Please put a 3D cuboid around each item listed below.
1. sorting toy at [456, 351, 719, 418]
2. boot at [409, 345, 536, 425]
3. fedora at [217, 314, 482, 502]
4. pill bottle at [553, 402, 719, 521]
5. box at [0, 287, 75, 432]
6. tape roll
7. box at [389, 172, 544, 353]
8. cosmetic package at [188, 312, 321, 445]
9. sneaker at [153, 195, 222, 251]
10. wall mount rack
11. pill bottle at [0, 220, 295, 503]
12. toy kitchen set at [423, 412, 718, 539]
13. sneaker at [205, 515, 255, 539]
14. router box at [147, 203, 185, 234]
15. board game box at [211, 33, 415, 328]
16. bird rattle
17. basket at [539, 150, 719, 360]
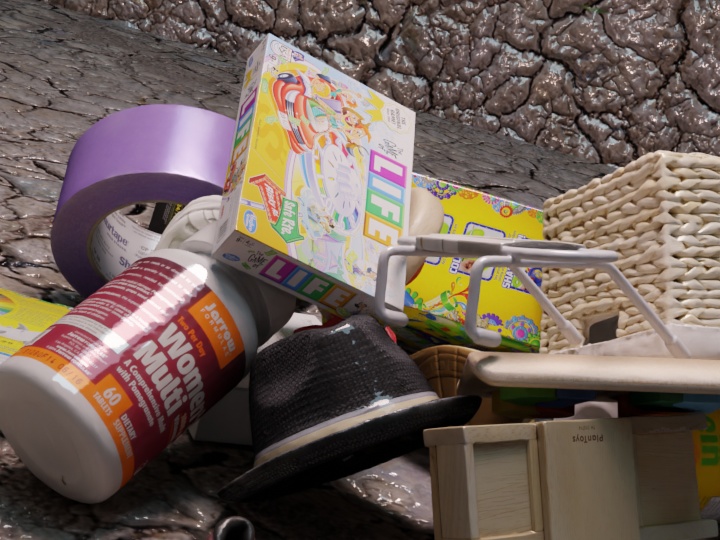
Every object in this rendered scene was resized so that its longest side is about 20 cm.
[{"bbox_3d":[0.159,0.080,0.905,0.184,0.037,0.200,2,-7,2],"label":"sorting toy"},{"bbox_3d":[0.104,0.101,1.120,0.155,0.073,0.200,5,-8,-39],"label":"boot"},{"bbox_3d":[-0.019,0.085,0.906,0.200,0.092,0.201,-19,-12,-4],"label":"fedora"},{"bbox_3d":[0.259,0.144,1.094,0.199,0.111,0.111,5,17,-32],"label":"pill bottle"},{"bbox_3d":[-0.261,0.062,1.041,0.117,0.049,0.200,15,17,3],"label":"box"},{"bbox_3d":[-0.162,-0.043,1.192,0.199,0.200,0.085,11,47,-11],"label":"tape roll"},{"bbox_3d":[0.100,0.012,1.271,0.192,0.122,0.200,17,-12,10],"label":"box"},{"bbox_3d":[-0.082,0.083,1.120,0.150,0.052,0.200,7,17,-21],"label":"cosmetic package"},{"bbox_3d":[-0.093,-0.008,1.051,0.200,0.078,0.100,-19,36,33],"label":"sneaker"},{"bbox_3d":[0.112,0.017,0.897,0.173,0.075,0.200,3,3,-28],"label":"wall mount rack"},{"bbox_3d":[-0.139,0.054,0.915,0.109,0.110,0.200,23,45,29],"label":"pill bottle"},{"bbox_3d":[0.098,0.181,0.875,0.200,0.164,0.180,2,-10,-34],"label":"toy kitchen set"},{"bbox_3d":[-0.081,0.164,0.696,0.075,0.116,0.200,6,17,-27],"label":"sneaker"},{"bbox_3d":[-0.114,-0.027,1.388,0.149,0.051,0.200,16,-3,10],"label":"router box"},{"bbox_3d":[-0.028,-0.065,0.981,0.134,0.034,0.200,26,45,-23],"label":"board game box"},{"bbox_3d":[0.000,0.000,1.075,0.113,0.163,0.200,39,3,-7],"label":"bird rattle"},{"bbox_3d":[0.264,0.007,1.093,0.199,0.161,0.198,1,-10,-22],"label":"basket"}]
